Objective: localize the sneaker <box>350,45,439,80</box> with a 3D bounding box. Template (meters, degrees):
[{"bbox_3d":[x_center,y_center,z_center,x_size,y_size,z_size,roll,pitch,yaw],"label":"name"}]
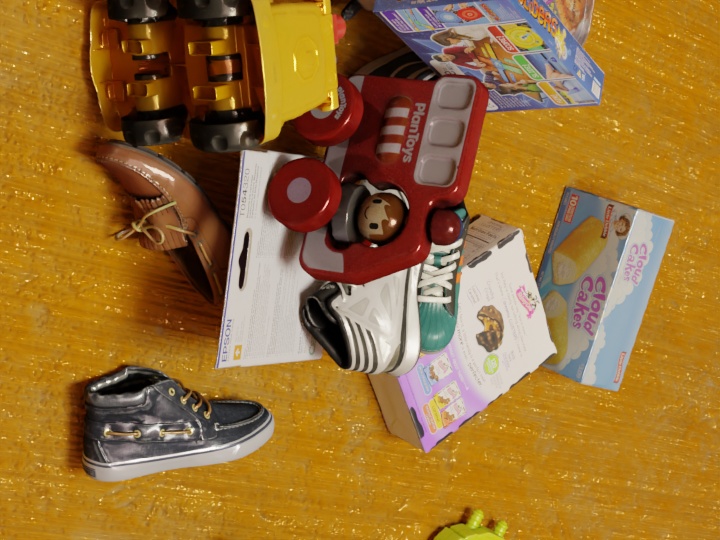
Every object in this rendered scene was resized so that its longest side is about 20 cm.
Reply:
[{"bbox_3d":[0.090,-0.202,1.525,0.199,0.108,0.070,-36,124,-22],"label":"sneaker"}]

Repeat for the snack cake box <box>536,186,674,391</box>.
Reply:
[{"bbox_3d":[0.259,0.020,1.721,0.067,0.115,0.202,13,96,-38],"label":"snack cake box"}]

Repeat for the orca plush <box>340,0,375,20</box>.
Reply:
[{"bbox_3d":[0.003,-0.285,1.427,0.071,0.105,0.200,60,30,2],"label":"orca plush"}]

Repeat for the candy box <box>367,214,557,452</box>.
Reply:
[{"bbox_3d":[0.100,0.065,1.644,0.199,0.071,0.169,-34,122,-23],"label":"candy box"}]

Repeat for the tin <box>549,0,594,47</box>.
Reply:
[{"bbox_3d":[0.199,-0.311,1.618,0.111,0.042,0.202,-2,105,-41],"label":"tin"}]

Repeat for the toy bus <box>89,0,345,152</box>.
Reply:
[{"bbox_3d":[-0.110,-0.189,1.347,0.192,0.199,0.137,-25,115,-50],"label":"toy bus"}]

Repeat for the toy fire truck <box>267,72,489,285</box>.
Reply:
[{"bbox_3d":[0.021,-0.085,1.394,0.112,0.167,0.202,37,64,-60],"label":"toy fire truck"}]

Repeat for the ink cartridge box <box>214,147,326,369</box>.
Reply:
[{"bbox_3d":[-0.085,-0.012,1.437,0.200,0.043,0.198,1,97,-62],"label":"ink cartridge box"}]

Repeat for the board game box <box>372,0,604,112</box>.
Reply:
[{"bbox_3d":[0.119,-0.203,1.387,0.200,0.134,0.035,36,61,-52],"label":"board game box"}]

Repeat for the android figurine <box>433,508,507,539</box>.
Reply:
[{"bbox_3d":[0.107,0.371,1.769,0.181,0.041,0.201,27,88,-39],"label":"android figurine"}]

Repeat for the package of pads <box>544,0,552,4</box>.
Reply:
[{"bbox_3d":[0.106,-0.318,1.434,0.200,0.121,0.076,43,113,0],"label":"package of pads"}]

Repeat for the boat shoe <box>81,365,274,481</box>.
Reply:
[{"bbox_3d":[-0.169,0.134,1.464,0.199,0.071,0.092,-11,115,-32],"label":"boat shoe"}]

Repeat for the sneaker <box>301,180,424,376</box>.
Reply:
[{"bbox_3d":[0.000,0.000,1.485,0.115,0.075,0.202,4,79,-46],"label":"sneaker"}]

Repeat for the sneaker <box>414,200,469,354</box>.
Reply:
[{"bbox_3d":[0.070,-0.021,1.538,0.071,0.080,0.202,4,70,-9],"label":"sneaker"}]

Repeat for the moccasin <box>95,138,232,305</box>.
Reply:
[{"bbox_3d":[-0.177,-0.043,1.408,0.078,0.073,0.202,-55,138,-19],"label":"moccasin"}]
